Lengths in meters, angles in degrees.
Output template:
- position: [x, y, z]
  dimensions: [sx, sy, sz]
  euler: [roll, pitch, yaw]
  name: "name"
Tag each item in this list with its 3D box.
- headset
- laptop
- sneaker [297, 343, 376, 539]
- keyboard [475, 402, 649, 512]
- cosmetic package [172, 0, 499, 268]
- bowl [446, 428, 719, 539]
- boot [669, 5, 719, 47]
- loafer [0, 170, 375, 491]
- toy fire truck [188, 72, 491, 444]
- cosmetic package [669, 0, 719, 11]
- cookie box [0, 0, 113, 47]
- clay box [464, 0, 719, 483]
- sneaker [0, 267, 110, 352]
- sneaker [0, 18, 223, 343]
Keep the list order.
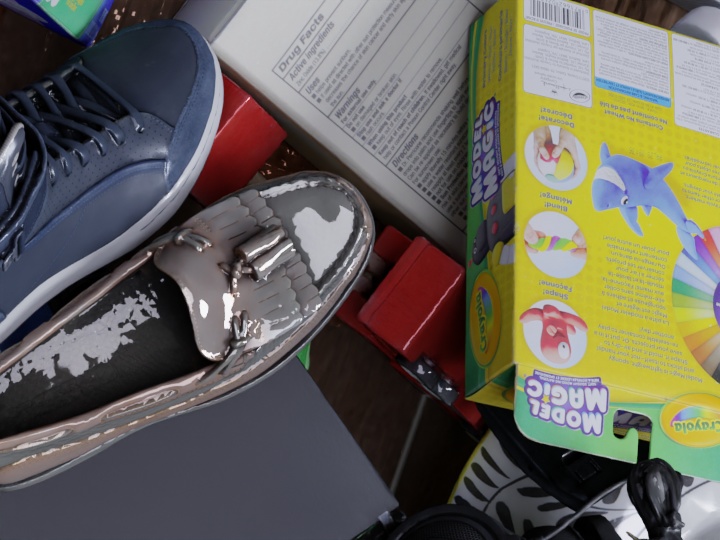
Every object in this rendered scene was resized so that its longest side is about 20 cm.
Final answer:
- position: [0.069, 0.143, 1.193]
  dimensions: [0.123, 0.094, 0.200]
  euler: [7, 141, -35]
  name: "headset"
- position: [-0.071, 0.137, 1.247]
  dimensions: [0.177, 0.103, 0.200]
  euler: [-35, 143, -10]
  name: "laptop"
- position: [-0.036, 0.097, 1.298]
  dimensions: [0.083, 0.074, 0.201]
  euler: [-5, 111, -21]
  name: "sneaker"
- position: [0.154, 0.044, 1.271]
  dimensions: [0.200, 0.104, 0.040]
  euler: [-31, 153, -16]
  name: "keyboard"
- position: [0.023, -0.078, 1.288]
  dimensions: [0.200, 0.071, 0.105]
  euler: [41, 82, -22]
  name: "cosmetic package"
- position: [0.138, 0.132, 1.320]
  dimensions: [0.200, 0.094, 0.201]
  euler: [-18, 123, -30]
  name: "bowl"
- position: [0.204, -0.055, 1.356]
  dimensions: [0.090, 0.073, 0.200]
  euler: [-36, 129, -18]
  name: "boot"
- position: [-0.080, 0.024, 1.168]
  dimensions: [0.200, 0.063, 0.072]
  euler: [-32, 84, -5]
  name: "loafer"
- position: [0.000, 0.000, 1.276]
  dimensions: [0.049, 0.141, 0.200]
  euler: [-51, 151, -4]
  name: "toy fire truck"
- position: [0.148, -0.176, 1.321]
  dimensions: [0.199, 0.074, 0.102]
  euler: [24, 89, -24]
  name: "cosmetic package"
- position: [-0.103, -0.201, 1.160]
  dimensions: [0.075, 0.171, 0.201]
  euler: [27, 89, 4]
  name: "cookie box"
- position: [0.102, -0.009, 1.219]
  dimensions: [0.115, 0.048, 0.201]
  euler: [14, 64, -24]
  name: "clay box"
- position: [-0.125, 0.097, 1.257]
  dimensions: [0.111, 0.077, 0.201]
  euler: [-7, 95, -10]
  name: "sneaker"
- position: [-0.124, -0.055, 1.125]
  dimensions: [0.077, 0.146, 0.202]
  euler: [35, 63, 17]
  name: "sneaker"
